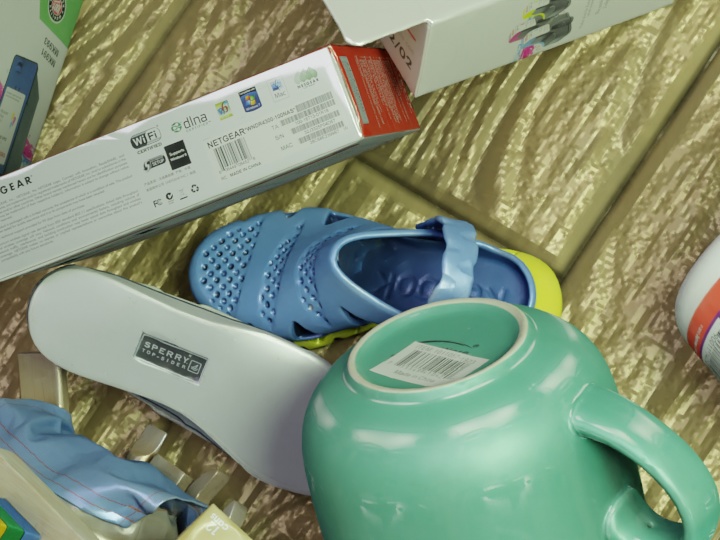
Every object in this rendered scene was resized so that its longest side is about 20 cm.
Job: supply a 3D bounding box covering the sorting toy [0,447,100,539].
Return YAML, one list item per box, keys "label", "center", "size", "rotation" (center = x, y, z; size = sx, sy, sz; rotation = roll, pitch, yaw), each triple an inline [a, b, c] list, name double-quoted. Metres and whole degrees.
- label: "sorting toy"
  center: [-0.181, 0.203, 0.978]
  size: [0.200, 0.070, 0.199]
  rotation: [37, 95, 39]

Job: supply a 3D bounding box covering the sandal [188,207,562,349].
- label: "sandal"
  center: [0.000, 0.000, 1.141]
  size: [0.200, 0.087, 0.080]
  rotation: [2, 74, 21]

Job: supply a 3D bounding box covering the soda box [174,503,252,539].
- label: "soda box"
  center: [-0.022, 0.203, 1.019]
  size: [0.200, 0.064, 0.068]
  rotation: [42, 68, 8]

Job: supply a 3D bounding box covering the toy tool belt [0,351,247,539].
- label: "toy tool belt"
  center: [-0.126, 0.125, 1.121]
  size: [0.200, 0.125, 0.123]
  rotation: [25, 86, 30]

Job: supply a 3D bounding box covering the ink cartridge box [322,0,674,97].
- label: "ink cartridge box"
  center: [0.056, -0.168, 1.145]
  size: [0.200, 0.068, 0.115]
  rotation: [-21, 63, -18]

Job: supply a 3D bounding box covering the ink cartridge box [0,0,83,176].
- label: "ink cartridge box"
  center: [-0.240, -0.106, 1.225]
  size: [0.087, 0.145, 0.200]
  rotation: [12, 76, 20]

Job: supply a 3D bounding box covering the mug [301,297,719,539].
- label: "mug"
  center: [0.064, 0.079, 1.036]
  size: [0.185, 0.115, 0.152]
  rotation: [-14, 24, 6]

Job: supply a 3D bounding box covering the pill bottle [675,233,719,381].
- label: "pill bottle"
  center: [0.244, 0.058, 1.023]
  size: [0.112, 0.112, 0.200]
  rotation: [-39, 65, 3]

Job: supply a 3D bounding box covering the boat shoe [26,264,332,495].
- label: "boat shoe"
  center: [-0.079, 0.055, 1.150]
  size: [0.200, 0.066, 0.072]
  rotation: [22, 96, -3]

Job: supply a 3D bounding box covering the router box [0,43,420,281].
- label: "router box"
  center: [-0.081, -0.056, 1.134]
  size: [0.200, 0.179, 0.049]
  rotation: [-21, 91, 11]
